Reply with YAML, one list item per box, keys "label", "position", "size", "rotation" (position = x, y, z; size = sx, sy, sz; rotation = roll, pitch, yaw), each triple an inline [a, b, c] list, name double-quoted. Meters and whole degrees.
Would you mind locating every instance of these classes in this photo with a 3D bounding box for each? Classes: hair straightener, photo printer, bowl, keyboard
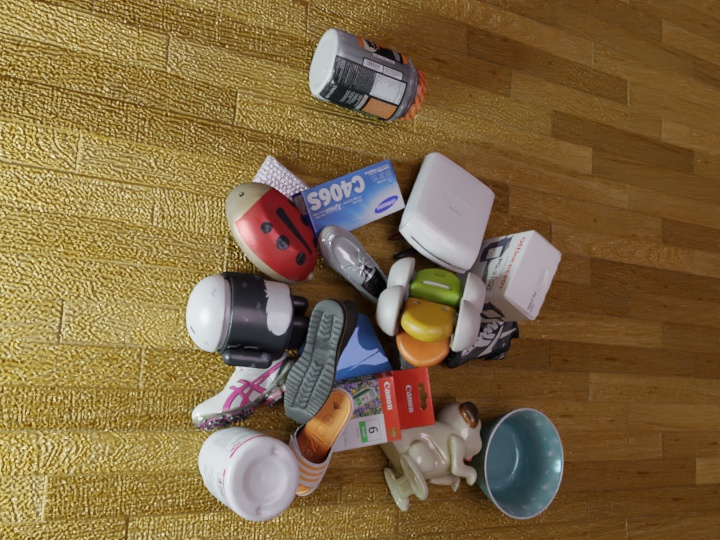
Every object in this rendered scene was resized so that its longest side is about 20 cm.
- label: "hair straightener"
  position: [0.145, -0.046, 1.356]
  size: [0.196, 0.041, 0.079]
  rotation: [-13, 92, -33]
- label: "photo printer"
  position: [0.163, -0.104, 1.314]
  size: [0.164, 0.069, 0.203]
  rotation: [32, 55, -13]
- label: "bowl"
  position: [0.289, 0.369, 1.354]
  size: [0.196, 0.104, 0.208]
  rotation: [3, 84, -29]
- label: "keyboard"
  position: [-0.101, -0.121, 1.238]
  size: [0.198, 0.011, 0.057]
  rotation: [37, 69, -21]

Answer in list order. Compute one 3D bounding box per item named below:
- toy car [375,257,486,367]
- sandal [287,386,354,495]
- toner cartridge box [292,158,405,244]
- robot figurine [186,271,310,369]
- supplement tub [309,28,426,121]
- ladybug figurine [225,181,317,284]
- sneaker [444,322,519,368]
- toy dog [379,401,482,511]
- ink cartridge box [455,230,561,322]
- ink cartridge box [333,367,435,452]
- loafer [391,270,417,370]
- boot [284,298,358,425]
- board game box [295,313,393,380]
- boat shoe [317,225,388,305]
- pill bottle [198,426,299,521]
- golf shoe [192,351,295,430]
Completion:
- label: "toy car"
  position: [0.118, 0.083, 1.189]
  size: [0.170, 0.153, 0.201]
  rotation: [12, 34, 9]
- label: "sandal"
  position: [-0.081, 0.282, 1.132]
  size: [0.078, 0.059, 0.210]
  rotation: [32, 108, 17]
- label: "toner cartridge box"
  position: [-0.018, -0.125, 1.253]
  size: [0.197, 0.043, 0.097]
  rotation: [-25, 100, -28]
- label: "robot figurine"
  position: [-0.180, 0.076, 1.113]
  size: [0.195, 0.150, 0.129]
  rotation: [8, 95, -23]
- label: "supplement tub"
  position: [0.015, -0.348, 1.259]
  size: [0.195, 0.122, 0.126]
  rotation: [13, 79, -28]
- label: "ladybug figurine"
  position: [-0.139, -0.067, 1.160]
  size: [0.201, 0.071, 0.136]
  rotation: [48, 46, -11]
- label: "sneaker"
  position: [0.250, 0.149, 1.375]
  size: [0.198, 0.066, 0.092]
  rotation: [-35, 99, -29]
- label: "toy dog"
  position: [0.137, 0.318, 1.275]
  size: [0.196, 0.141, 0.196]
  rotation: [-18, 60, -27]
- label: "ink cartridge box"
  position: [0.266, 0.016, 1.319]
  size: [0.084, 0.199, 0.147]
  rotation: [35, 70, -20]
- label: "ink cartridge box"
  position: [0.029, 0.234, 1.181]
  size: [0.194, 0.050, 0.112]
  rotation: [-9, 94, -2]
- label: "loafer"
  position: [0.097, 0.102, 1.293]
  size: [0.068, 0.070, 0.207]
  rotation: [5, 83, -19]
- label: "boot"
  position: [-0.053, 0.146, 1.149]
  size: [0.076, 0.138, 0.205]
  rotation: [24, 96, 13]
- label: "board game box"
  position: [-0.029, 0.179, 1.235]
  size: [0.156, 0.039, 0.204]
  rotation: [-29, 99, -18]
- label: "boat shoe"
  position: [0.000, 0.000, 1.222]
  size: [0.072, 0.068, 0.201]
  rotation: [-46, 125, -15]
- label: "pill bottle"
  position: [-0.177, 0.300, 1.051]
  size: [0.110, 0.199, 0.117]
  rotation: [3, 84, -27]
- label: "golf shoe"
  position: [-0.191, 0.193, 1.134]
  size: [0.196, 0.073, 0.094]
  rotation: [-19, 75, -35]
